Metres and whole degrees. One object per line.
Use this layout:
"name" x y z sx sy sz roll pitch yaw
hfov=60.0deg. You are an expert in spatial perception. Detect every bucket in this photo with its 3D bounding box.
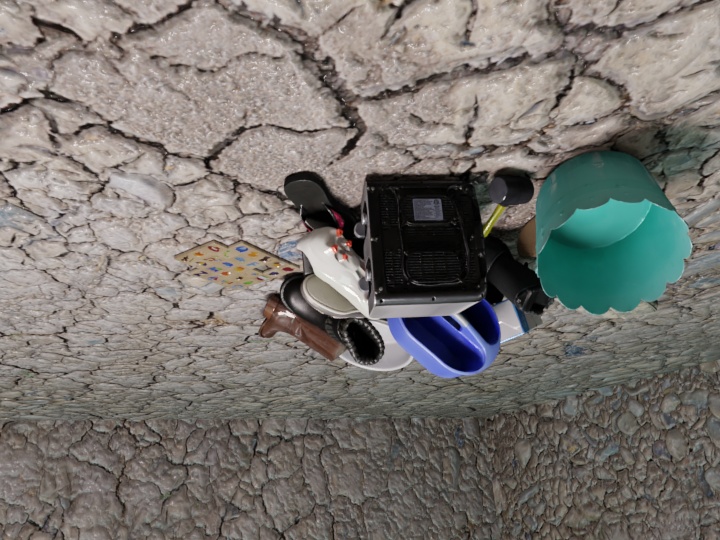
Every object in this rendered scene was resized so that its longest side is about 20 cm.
"bucket" 0.341 -0.054 0.878 0.200 0.137 0.211 4 132 5

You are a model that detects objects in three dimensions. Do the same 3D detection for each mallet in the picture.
"mallet" 0.184 -0.062 0.951 0.064 0.042 0.202 2 134 -39

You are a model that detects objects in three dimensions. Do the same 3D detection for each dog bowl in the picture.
"dog bowl" 0.028 0.134 1.369 0.194 0.080 0.203 9 142 7

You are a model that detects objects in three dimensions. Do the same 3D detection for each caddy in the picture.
"caddy" 0.138 0.084 1.030 0.199 0.142 0.105 39 154 -1

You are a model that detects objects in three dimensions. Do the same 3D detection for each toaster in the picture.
"toaster" 0.092 -0.033 0.911 0.193 0.187 0.119 -2 165 -10

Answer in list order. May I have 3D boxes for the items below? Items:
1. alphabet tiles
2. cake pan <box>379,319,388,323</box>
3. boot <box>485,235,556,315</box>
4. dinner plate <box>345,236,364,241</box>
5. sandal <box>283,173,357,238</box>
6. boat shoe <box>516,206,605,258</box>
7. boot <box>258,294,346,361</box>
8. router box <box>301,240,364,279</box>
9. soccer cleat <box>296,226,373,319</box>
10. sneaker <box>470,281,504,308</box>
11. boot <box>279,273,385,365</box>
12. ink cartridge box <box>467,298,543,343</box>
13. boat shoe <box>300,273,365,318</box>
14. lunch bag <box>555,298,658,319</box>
"alphabet tiles" -0.232 -0.009 1.134 0.163 0.008 0.199 -17 156 28
"cake pan" 0.099 0.051 1.188 0.193 0.038 0.201 -1 -162 0
"boot" 0.229 0.004 1.052 0.194 0.163 0.075 7 123 -38
"dinner plate" -0.005 -0.027 1.121 0.193 0.025 0.201 -5 160 -2
"sandal" -0.059 -0.080 0.935 0.073 0.046 0.200 -13 158 16
"boat shoe" 0.340 -0.072 1.025 0.063 0.074 0.200 11 148 -26
"boot" -0.123 0.148 1.359 0.196 0.065 0.187 29 155 2
"router box" 0.000 0.000 1.082 0.193 0.053 0.150 -6 159 -3
"soccer cleat" -0.023 0.005 0.975 0.076 0.071 0.201 -6 138 34
"sneaker" 0.234 0.031 1.175 0.102 0.201 0.061 25 108 -11
"boot" -0.053 0.088 1.172 0.208 0.081 0.158 30 -175 -16
"ink cartridge box" 0.273 0.097 1.183 0.114 0.070 0.198 -26 170 27
"boat shoe" -0.032 0.052 1.034 0.056 0.069 0.197 -28 153 37
"lunch bag" 0.447 0.017 1.183 0.165 0.144 0.198 -21 154 34
